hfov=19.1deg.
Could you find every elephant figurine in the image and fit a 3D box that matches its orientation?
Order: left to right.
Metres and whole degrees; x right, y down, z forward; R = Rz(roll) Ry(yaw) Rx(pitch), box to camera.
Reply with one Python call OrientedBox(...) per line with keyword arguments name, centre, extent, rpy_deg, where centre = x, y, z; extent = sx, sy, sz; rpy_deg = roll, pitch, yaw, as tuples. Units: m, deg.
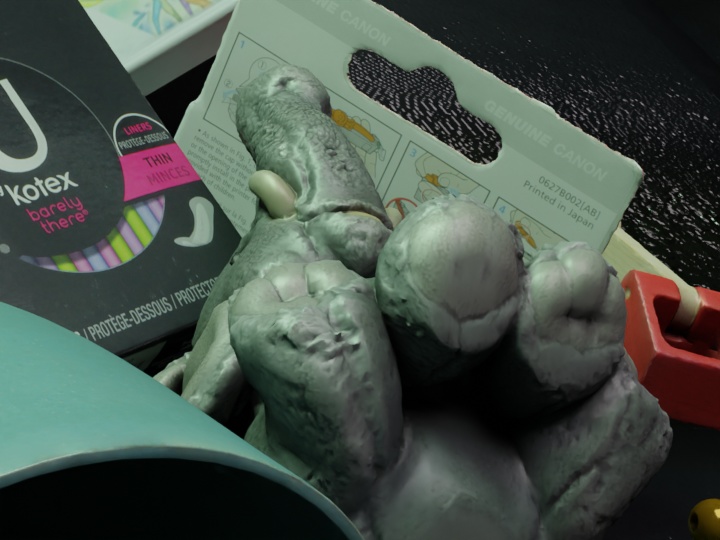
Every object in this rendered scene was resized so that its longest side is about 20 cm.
OrientedBox(name="elephant figurine", centre=(-0.006, 0.035, 0.653), extent=(0.142, 0.155, 0.200), rpy_deg=(58, -18, -21))

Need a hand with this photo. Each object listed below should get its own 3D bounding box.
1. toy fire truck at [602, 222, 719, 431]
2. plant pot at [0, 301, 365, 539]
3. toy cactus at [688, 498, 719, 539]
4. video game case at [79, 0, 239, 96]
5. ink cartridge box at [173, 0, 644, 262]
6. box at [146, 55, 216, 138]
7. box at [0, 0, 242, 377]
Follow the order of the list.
OrientedBox(name="toy fire truck", centre=(0.079, 0.027, 0.858), extent=(0.049, 0.141, 0.200), rpy_deg=(13, 31, -23))
OrientedBox(name="plant pot", centre=(-0.116, 0.094, 0.539), extent=(0.200, 0.201, 0.161), rpy_deg=(0, 25, -39))
OrientedBox(name="toy cactus", centre=(0.212, 0.140, 0.846), extent=(0.165, 0.102, 0.200), rpy_deg=(47, 25, 17))
OrientedBox(name="video game case", centre=(-0.133, -0.128, 0.864), extent=(0.022, 0.200, 0.183), rpy_deg=(40, 27, -53))
OrientedBox(name="ink cartridge box", centre=(0.000, 0.000, 0.776), extent=(0.161, 0.200, 0.050), rpy_deg=(33, 27, 13))
OrientedBox(name="box", centre=(-0.119, -0.121, 0.947), extent=(0.079, 0.141, 0.200), rpy_deg=(-2, 38, -39))
OrientedBox(name="box", centre=(-0.145, -0.030, 0.739), extent=(0.122, 0.106, 0.200), rpy_deg=(-23, 73, -48))
